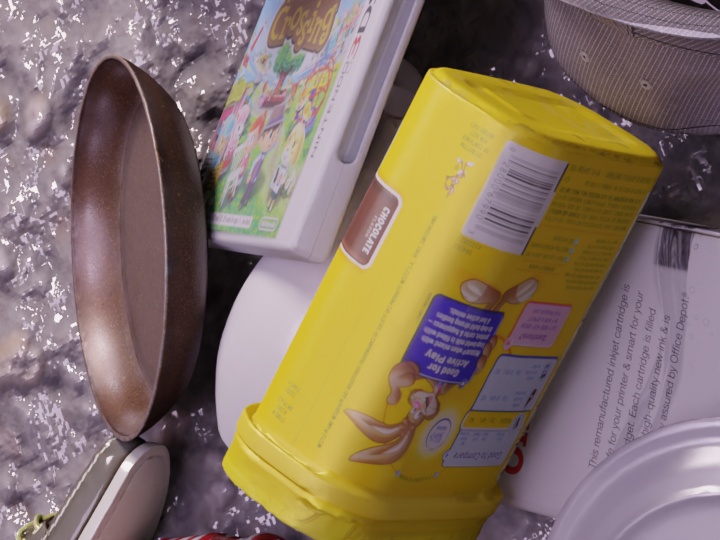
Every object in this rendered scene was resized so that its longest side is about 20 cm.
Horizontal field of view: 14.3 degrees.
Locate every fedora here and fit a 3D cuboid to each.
[{"bbox_3d":[0.159,-0.120,1.309,0.200,0.177,0.090,19,129,25],"label":"fedora"}]

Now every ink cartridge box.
[{"bbox_3d":[0.164,0.054,1.323,0.200,0.083,0.147,13,96,33],"label":"ink cartridge box"}]

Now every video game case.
[{"bbox_3d":[-0.024,-0.095,1.400,0.182,0.022,0.200,-69,18,-4],"label":"video game case"}]

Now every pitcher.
[{"bbox_3d":[0.000,0.000,1.427,0.200,0.121,0.172,-63,29,13],"label":"pitcher"}]

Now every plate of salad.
[{"bbox_3d":[0.170,0.159,1.244,0.200,0.048,0.201,6,104,27],"label":"plate of salad"}]

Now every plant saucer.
[{"bbox_3d":[-0.114,-0.012,1.490,0.200,0.032,0.201,179,90,-71],"label":"plant saucer"}]

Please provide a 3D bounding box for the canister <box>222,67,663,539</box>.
[{"bbox_3d":[0.040,0.018,1.270,0.086,0.148,0.200,35,105,30],"label":"canister"}]

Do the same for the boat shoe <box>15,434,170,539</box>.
[{"bbox_3d":[-0.166,0.168,1.546,0.060,0.072,0.202,35,111,25],"label":"boat shoe"}]

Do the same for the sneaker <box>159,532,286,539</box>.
[{"bbox_3d":[-0.094,0.235,1.500,0.115,0.078,0.200,0,71,43],"label":"sneaker"}]
